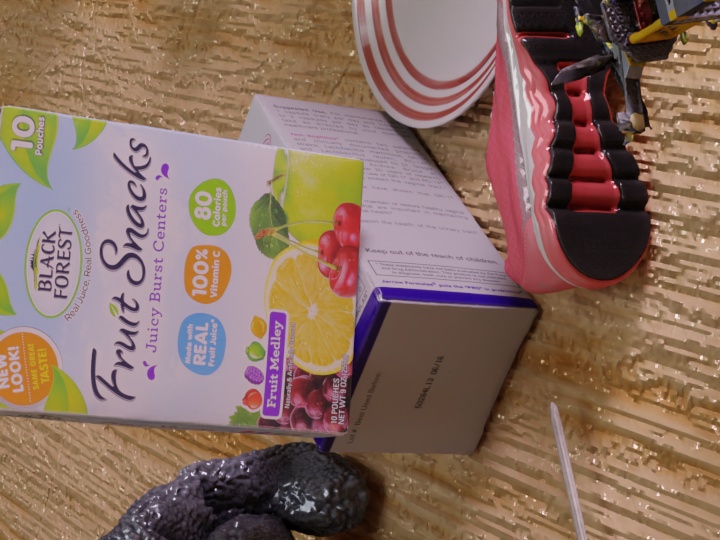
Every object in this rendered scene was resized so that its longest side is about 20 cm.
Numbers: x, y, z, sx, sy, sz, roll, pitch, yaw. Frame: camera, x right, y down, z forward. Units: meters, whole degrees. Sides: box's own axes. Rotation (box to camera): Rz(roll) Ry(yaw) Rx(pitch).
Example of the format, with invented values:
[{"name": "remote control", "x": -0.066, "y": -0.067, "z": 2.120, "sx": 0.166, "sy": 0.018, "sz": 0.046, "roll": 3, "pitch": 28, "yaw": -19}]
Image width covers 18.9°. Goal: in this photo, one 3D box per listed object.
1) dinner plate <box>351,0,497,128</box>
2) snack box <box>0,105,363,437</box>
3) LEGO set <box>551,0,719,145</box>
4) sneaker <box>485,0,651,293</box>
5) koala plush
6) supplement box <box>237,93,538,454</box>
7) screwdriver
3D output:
[{"name": "dinner plate", "x": 0.052, "y": -0.179, "z": 1.211, "sx": 0.200, "sy": 0.024, "sz": 0.202, "roll": -16, "pitch": 71, "yaw": 61}, {"name": "snack box", "x": -0.097, "y": 0.005, "z": 1.059, "sx": 0.053, "sy": 0.199, "sz": 0.143, "roll": -8, "pitch": 77, "yaw": 58}, {"name": "LEGO set", "x": 0.150, "y": -0.147, "z": 0.876, "sx": 0.116, "sy": 0.199, "sz": 0.155, "roll": -26, "pitch": 83, "yaw": 59}, {"name": "sneaker", "x": 0.087, "y": -0.083, "z": 1.079, "sx": 0.087, "sy": 0.073, "sz": 0.202, "roll": -27, "pitch": 63, "yaw": 59}, {"name": "koala plush", "x": -0.052, "y": 0.216, "z": 1.205, "sx": 0.200, "sy": 0.183, "sz": 0.178, "roll": 37, "pitch": 119, "yaw": 44}, {"name": "supplement box", "x": 0.000, "y": 0.000, "z": 1.194, "sx": 0.200, "sy": 0.103, "sz": 0.102, "roll": 57, "pitch": 134, "yaw": 46}, {"name": "screwdriver", "x": 0.116, "y": 0.155, "z": 1.036, "sx": 0.029, "sy": 0.028, "sz": 0.201, "roll": -17, "pitch": 66, "yaw": 27}]
